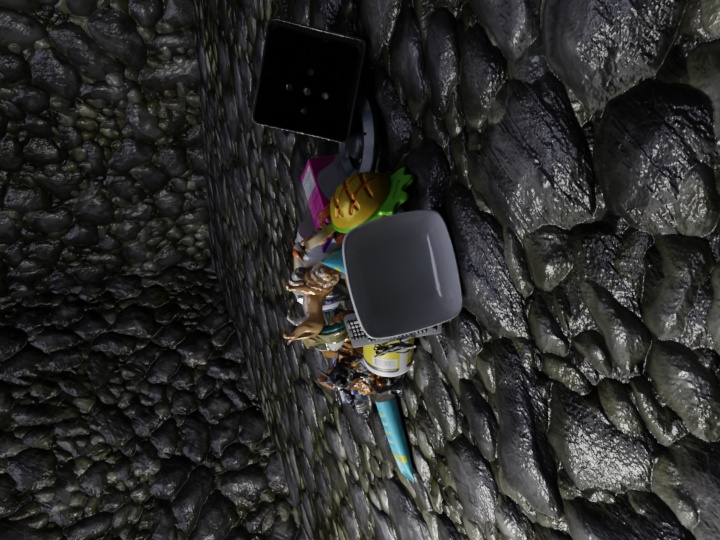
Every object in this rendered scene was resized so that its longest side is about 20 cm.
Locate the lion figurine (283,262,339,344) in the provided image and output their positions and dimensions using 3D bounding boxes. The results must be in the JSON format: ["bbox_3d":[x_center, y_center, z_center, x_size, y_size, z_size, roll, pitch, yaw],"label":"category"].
[{"bbox_3d":[-0.112,0.079,1.395,0.073,0.120,0.205,-75,-11,-77],"label":"lion figurine"}]

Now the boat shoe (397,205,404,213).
[{"bbox_3d":[0.055,-0.036,1.243,0.074,0.066,0.204,-131,34,-50],"label":"boat shoe"}]

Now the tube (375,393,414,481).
[{"bbox_3d":[0.087,0.400,1.448,0.077,0.049,0.204,-179,72,-76],"label":"tube"}]

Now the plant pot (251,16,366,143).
[{"bbox_3d":[-0.108,-0.385,1.266,0.178,0.195,0.204,-118,39,-79],"label":"plant pot"}]

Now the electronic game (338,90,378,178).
[{"bbox_3d":[-0.004,-0.278,1.289,0.199,0.041,0.205,175,90,-70],"label":"electronic game"}]

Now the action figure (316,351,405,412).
[{"bbox_3d":[0.003,0.242,1.343,0.102,0.195,0.122,-125,34,-76],"label":"action figure"}]

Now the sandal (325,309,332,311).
[{"bbox_3d":[-0.114,0.037,1.712,0.088,0.078,0.202,101,150,-55],"label":"sandal"}]

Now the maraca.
[{"bbox_3d":[0.019,-0.136,1.173,0.197,0.107,0.139,-14,51,40],"label":"maraca"}]

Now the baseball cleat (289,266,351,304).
[{"bbox_3d":[-0.075,0.051,1.469,0.070,0.196,0.108,-74,2,-53],"label":"baseball cleat"}]

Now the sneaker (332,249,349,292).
[{"bbox_3d":[0.000,0.000,1.367,0.201,0.086,0.077,-120,15,-53],"label":"sneaker"}]

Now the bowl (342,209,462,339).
[{"bbox_3d":[0.068,0.005,1.068,0.075,0.196,0.204,177,80,-79],"label":"bowl"}]

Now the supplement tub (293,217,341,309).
[{"bbox_3d":[-0.100,-0.019,1.544,0.146,0.143,0.203,-126,31,-45],"label":"supplement tub"}]

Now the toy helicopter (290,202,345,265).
[{"bbox_3d":[-0.104,-0.062,1.307,0.079,0.132,0.199,50,158,-9],"label":"toy helicopter"}]

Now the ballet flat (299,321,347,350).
[{"bbox_3d":[-0.077,0.160,1.438,0.198,0.070,0.072,-10,93,53],"label":"ballet flat"}]

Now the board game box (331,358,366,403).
[{"bbox_3d":[-0.044,0.272,1.715,0.135,0.034,0.204,150,107,-69],"label":"board game box"}]

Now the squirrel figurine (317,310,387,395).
[{"bbox_3d":[-0.007,0.199,1.492,0.198,0.139,0.191,18,110,50],"label":"squirrel figurine"}]

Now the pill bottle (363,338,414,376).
[{"bbox_3d":[0.060,0.108,1.252,0.111,0.109,0.204,-133,36,-52],"label":"pill bottle"}]

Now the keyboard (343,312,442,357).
[{"bbox_3d":[0.065,0.120,1.168,0.106,0.196,0.040,68,-154,-20],"label":"keyboard"}]

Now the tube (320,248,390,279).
[{"bbox_3d":[0.003,-0.009,1.197,0.199,0.077,0.051,26,134,49],"label":"tube"}]

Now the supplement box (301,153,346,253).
[{"bbox_3d":[-0.060,-0.158,1.422,0.103,0.099,0.204,133,122,-65],"label":"supplement box"}]
